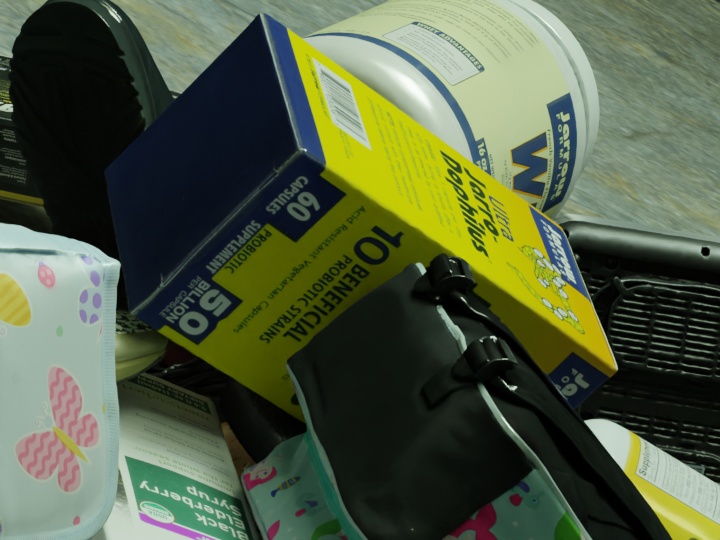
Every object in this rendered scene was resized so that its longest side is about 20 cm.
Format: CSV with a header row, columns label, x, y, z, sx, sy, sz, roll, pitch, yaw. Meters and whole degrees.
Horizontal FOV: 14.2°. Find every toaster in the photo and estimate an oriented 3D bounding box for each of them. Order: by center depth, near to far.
label,x,y,z,sx,sy,sz,roll,pitch,yaw
toaster,0.155,0.069,1.525,0.198,0.182,0.119,8,4,-1

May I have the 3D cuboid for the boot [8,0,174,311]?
label,x,y,z,sx,sy,sz,roll,pitch,yaw
boot,-0.095,-0.078,1.459,0.076,0.201,0.168,5,33,26

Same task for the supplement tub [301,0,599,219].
label,x,y,z,sx,sy,sz,roll,pitch,yaw
supplement tub,0.027,-0.063,1.459,0.145,0.146,0.200,33,28,16

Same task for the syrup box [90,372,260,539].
label,x,y,z,sx,sy,sz,roll,pitch,yaw
syrup box,-0.096,0.115,1.202,0.078,0.082,0.200,21,16,-19

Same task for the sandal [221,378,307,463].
label,x,y,z,sx,sy,sz,roll,pitch,yaw
sandal,0.001,0.127,1.309,0.200,0.043,0.076,49,15,-20

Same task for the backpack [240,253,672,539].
label,x,y,z,sx,sy,sz,roll,pitch,yaw
backpack,0.055,0.120,1.175,0.200,0.150,0.178,43,9,-27

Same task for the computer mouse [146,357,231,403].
label,x,y,z,sx,sy,sz,roll,pitch,yaw
computer mouse,-0.018,0.039,1.438,0.199,0.046,0.140,-4,-1,-31

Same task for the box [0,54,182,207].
label,x,y,z,sx,sy,sz,roll,pitch,yaw
box,-0.202,-0.081,1.588,0.199,0.050,0.160,12,16,10

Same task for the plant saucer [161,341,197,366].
label,x,y,z,sx,sy,sz,roll,pitch,yaw
plant saucer,-0.073,0.018,1.598,0.200,0.051,0.201,25,16,-8

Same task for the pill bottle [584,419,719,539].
label,x,y,z,sx,sy,sz,roll,pitch,yaw
pill bottle,0.130,0.143,1.414,0.199,0.112,0.112,30,15,-6

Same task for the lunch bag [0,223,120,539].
label,x,y,z,sx,sy,sz,roll,pitch,yaw
lunch bag,-0.179,0.073,0.975,0.127,0.201,0.169,38,18,33

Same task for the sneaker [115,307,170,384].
label,x,y,z,sx,sy,sz,roll,pitch,yaw
sneaker,-0.168,-0.004,1.194,0.199,0.089,0.077,12,13,-20

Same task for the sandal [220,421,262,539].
label,x,y,z,sx,sy,sz,roll,pitch,yaw
sandal,-0.039,0.098,1.369,0.211,0.070,0.078,23,16,-16

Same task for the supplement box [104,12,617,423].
label,x,y,z,sx,sy,sz,roll,pitch,yaw
supplement box,0.000,0.000,1.277,0.200,0.109,0.110,33,24,-32
